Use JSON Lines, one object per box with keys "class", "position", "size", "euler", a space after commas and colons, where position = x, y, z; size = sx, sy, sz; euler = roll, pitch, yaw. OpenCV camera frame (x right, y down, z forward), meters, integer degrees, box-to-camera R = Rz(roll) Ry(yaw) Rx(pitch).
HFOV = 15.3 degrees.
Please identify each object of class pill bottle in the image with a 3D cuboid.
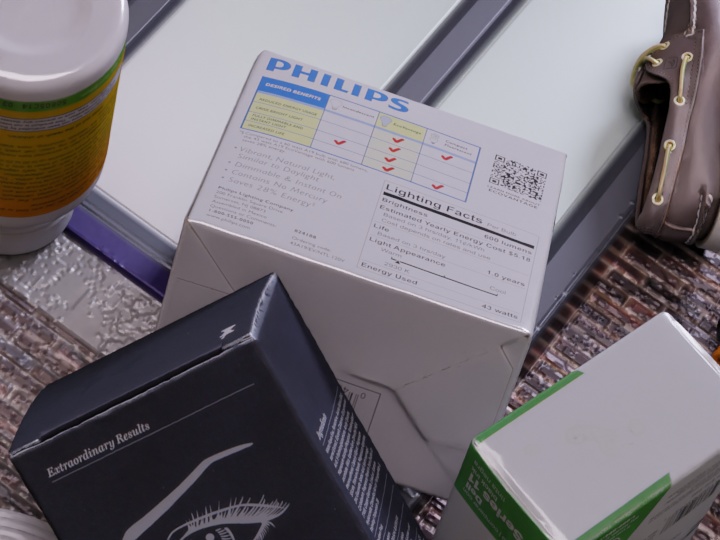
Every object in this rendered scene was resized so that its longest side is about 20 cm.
{"class": "pill bottle", "position": [-0.194, -0.094, 1.510], "size": [0.110, 0.200, 0.112], "euler": [5, 59, -8]}

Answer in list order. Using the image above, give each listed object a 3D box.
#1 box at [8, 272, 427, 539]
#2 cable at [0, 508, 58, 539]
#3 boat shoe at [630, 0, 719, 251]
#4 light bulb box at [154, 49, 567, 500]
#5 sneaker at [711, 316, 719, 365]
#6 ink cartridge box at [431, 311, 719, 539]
{"class": "box", "position": [-0.064, 0.127, 1.384], "size": [0.147, 0.104, 0.201], "euler": [-25, 104, 13]}
{"class": "cable", "position": [-0.203, 0.217, 1.405], "size": [0.199, 0.069, 0.201], "euler": [-18, 65, -21]}
{"class": "boat shoe", "position": [0.202, -0.108, 1.680], "size": [0.059, 0.072, 0.201], "euler": [8, 65, -11]}
{"class": "light bulb box", "position": [0.000, 0.000, 1.502], "size": [0.197, 0.125, 0.200], "euler": [19, 32, 0]}
{"class": "sneaker", "position": [0.253, 0.025, 1.613], "size": [0.079, 0.074, 0.201], "euler": [8, 59, -1]}
{"class": "ink cartridge box", "position": [0.116, 0.133, 1.446], "size": [0.146, 0.200, 0.083], "euler": [-32, 68, -27]}
